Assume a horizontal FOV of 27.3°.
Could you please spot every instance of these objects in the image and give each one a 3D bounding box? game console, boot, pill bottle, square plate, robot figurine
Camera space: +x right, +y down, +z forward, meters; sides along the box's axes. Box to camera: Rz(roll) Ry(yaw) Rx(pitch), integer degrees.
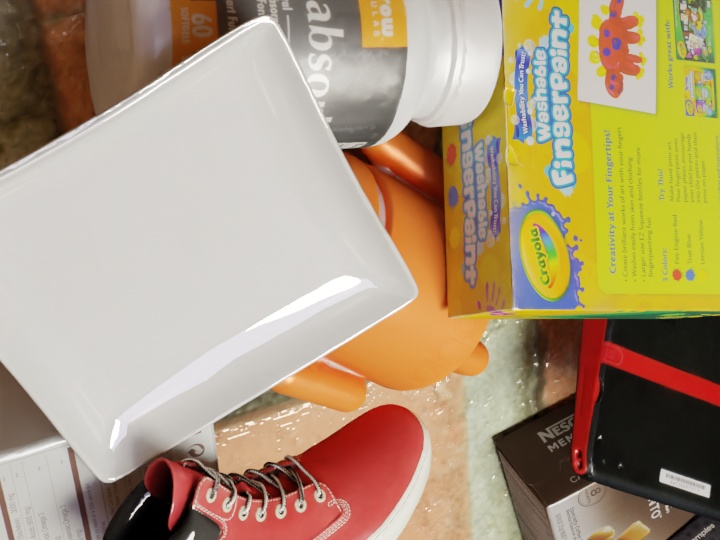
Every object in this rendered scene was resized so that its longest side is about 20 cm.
[{"bbox_3d":[0.224,0.077,1.032,0.200,0.031,0.177,21,73,-35],"label":"game console"},{"bbox_3d":[-0.048,0.122,0.827,0.200,0.072,0.144,-41,138,-18],"label":"boot"},{"bbox_3d":[-0.035,-0.120,0.775,0.200,0.116,0.116,-5,124,-24],"label":"pill bottle"},{"bbox_3d":[-0.092,-0.006,0.734,0.198,0.028,0.200,-31,131,-2],"label":"square plate"},{"bbox_3d":[0.000,-0.002,0.877,0.200,0.117,0.144,28,118,-38],"label":"robot figurine"}]

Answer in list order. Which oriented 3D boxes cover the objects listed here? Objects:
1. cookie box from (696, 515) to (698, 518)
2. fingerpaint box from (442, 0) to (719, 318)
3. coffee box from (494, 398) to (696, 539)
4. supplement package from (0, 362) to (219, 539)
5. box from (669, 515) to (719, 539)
[{"bbox_3d":[0.352,0.237,1.240,0.200,0.075,0.171,15,115,-33],"label":"cookie box"},{"bbox_3d":[0.133,-0.072,0.857,0.167,0.073,0.200,0,84,-27],"label":"fingerpaint box"},{"bbox_3d":[0.186,0.190,1.121,0.114,0.080,0.200,-27,130,-10],"label":"coffee box"},{"bbox_3d":[-0.192,0.108,0.852,0.200,0.117,0.117,-15,128,-16],"label":"supplement package"},{"bbox_3d":[0.257,0.254,1.128,0.200,0.036,0.143,-39,131,-2],"label":"box"}]
